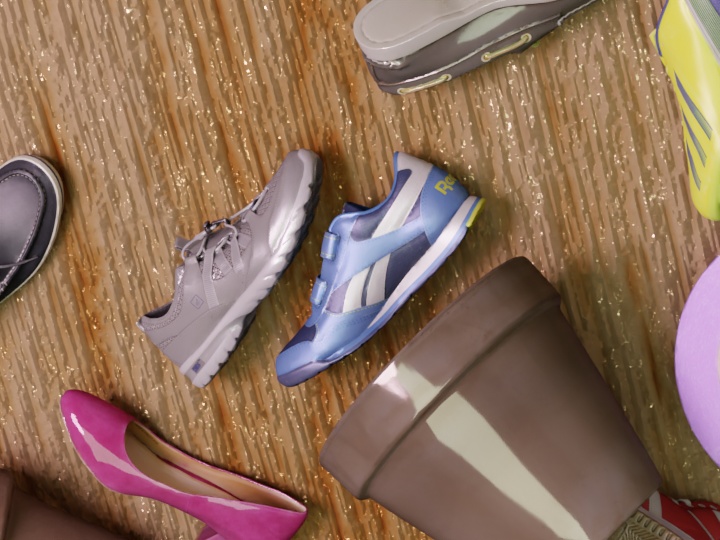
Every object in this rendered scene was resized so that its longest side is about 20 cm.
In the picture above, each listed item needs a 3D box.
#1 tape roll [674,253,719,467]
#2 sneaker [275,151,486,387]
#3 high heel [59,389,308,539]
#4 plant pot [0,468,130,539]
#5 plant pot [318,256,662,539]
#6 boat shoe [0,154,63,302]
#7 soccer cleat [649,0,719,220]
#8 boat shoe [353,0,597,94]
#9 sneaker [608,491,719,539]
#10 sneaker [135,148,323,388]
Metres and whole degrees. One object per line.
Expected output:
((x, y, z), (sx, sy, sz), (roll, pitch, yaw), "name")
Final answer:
((0.318, 0.061, 0.993), (0.199, 0.066, 0.201), (2, 94, 31), "tape roll")
((0.000, 0.000, 1.065), (0.082, 0.074, 0.200), (43, 98, -1), "sneaker")
((-0.134, 0.146, 1.115), (0.096, 0.067, 0.200), (-37, 100, 25), "high heel")
((-0.242, 0.259, 1.117), (0.174, 0.200, 0.201), (14, 106, -14), "plant pot")
((0.100, 0.122, 0.989), (0.174, 0.200, 0.200), (46, 106, 14), "plant pot")
((-0.295, -0.003, 1.115), (0.075, 0.062, 0.200), (42, 104, 0), "boat shoe")
((0.239, -0.136, 1.010), (0.083, 0.065, 0.201), (12, 111, 37), "soccer cleat")
((0.096, -0.181, 1.012), (0.201, 0.072, 0.060), (-21, 140, 1), "boat shoe")
((0.198, 0.173, 1.083), (0.200, 0.112, 0.071), (46, 110, 28), "sneaker")
((-0.097, -0.009, 1.073), (0.082, 0.075, 0.200), (33, 106, -1), "sneaker")
